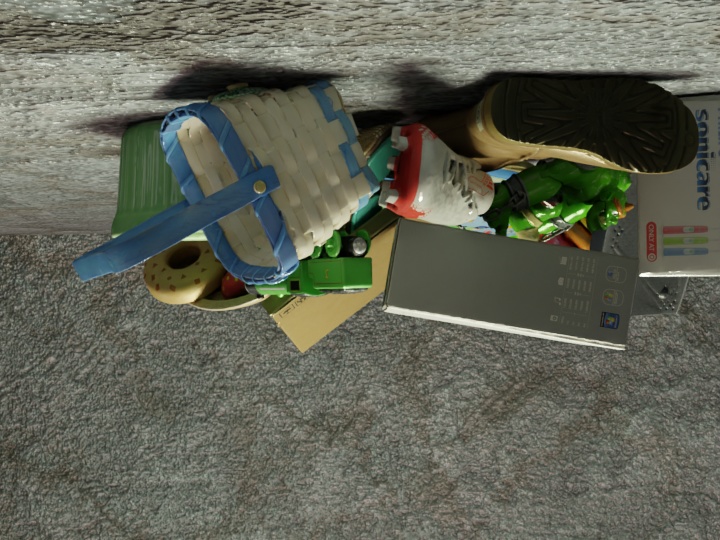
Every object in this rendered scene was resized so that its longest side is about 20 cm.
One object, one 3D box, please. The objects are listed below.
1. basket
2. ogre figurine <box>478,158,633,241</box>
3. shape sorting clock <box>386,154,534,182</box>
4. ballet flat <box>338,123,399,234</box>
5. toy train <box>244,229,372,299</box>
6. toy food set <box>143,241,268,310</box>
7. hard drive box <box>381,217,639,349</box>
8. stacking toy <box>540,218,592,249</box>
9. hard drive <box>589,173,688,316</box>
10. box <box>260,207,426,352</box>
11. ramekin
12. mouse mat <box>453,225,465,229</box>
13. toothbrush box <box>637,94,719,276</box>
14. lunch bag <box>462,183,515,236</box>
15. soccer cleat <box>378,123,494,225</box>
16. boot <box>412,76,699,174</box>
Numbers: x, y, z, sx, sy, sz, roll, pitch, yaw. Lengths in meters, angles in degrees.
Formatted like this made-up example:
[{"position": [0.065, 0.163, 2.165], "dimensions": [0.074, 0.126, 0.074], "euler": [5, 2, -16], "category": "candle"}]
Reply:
[{"position": [-0.104, -0.050, 0.764], "dimensions": [0.200, 0.139, 0.176], "euler": [-36, -167, -23], "category": "basket"}, {"position": [0.183, -0.074, 0.991], "dimensions": [0.120, 0.098, 0.200], "euler": [-29, 145, 22], "category": "ogre figurine"}, {"position": [0.074, -0.113, 1.072], "dimensions": [0.200, 0.039, 0.200], "euler": [2, 180, 0], "category": "shape sorting clock"}, {"position": [-0.010, -0.088, 0.988], "dimensions": [0.070, 0.065, 0.200], "euler": [-36, 164, -23], "category": "ballet flat"}, {"position": [-0.052, -0.004, 0.934], "dimensions": [0.042, 0.057, 0.200], "euler": [-2, 179, -32], "category": "toy train"}, {"position": [-0.123, -0.043, 1.124], "dimensions": [0.200, 0.198, 0.049], "euler": [-1, 142, 31], "category": "toy food set"}, {"position": [0.122, 0.015, 0.934], "dimensions": [0.200, 0.077, 0.156], "euler": [9, 177, 0], "category": "hard drive box"}, {"position": [0.297, -0.065, 1.265], "dimensions": [0.110, 0.200, 0.116], "euler": [36, -161, -12], "category": "stacking toy"}, {"position": [0.322, -0.047, 1.209], "dimensions": [0.135, 0.200, 0.042], "euler": [-2, -159, -24], "category": "hard drive"}, {"position": [0.000, 0.000, 1.079], "dimensions": [0.200, 0.021, 0.164], "euler": [-38, 162, -5], "category": "box"}, {"position": [-0.125, -0.080, 0.968], "dimensions": [0.200, 0.098, 0.200], "euler": [-1, 180, 0], "category": "ramekin"}, {"position": [0.012, -0.081, 1.186], "dimensions": [0.200, 0.008, 0.161], "euler": [29, 171, -11], "category": "mouse mat"}, {"position": [0.297, -0.068, 0.944], "dimensions": [0.086, 0.146, 0.200], "euler": [-1, -179, 20], "category": "toothbrush box"}, {"position": [0.147, -0.079, 1.219], "dimensions": [0.150, 0.094, 0.200], "euler": [-1, -174, -10], "category": "lunch bag"}, {"position": [0.060, -0.066, 0.802], "dimensions": [0.085, 0.069, 0.200], "euler": [11, 179, 2], "category": "soccer cleat"}, {"position": [0.143, -0.108, 0.849], "dimensions": [0.175, 0.066, 0.200], "euler": [11, 176, -12], "category": "boot"}]
